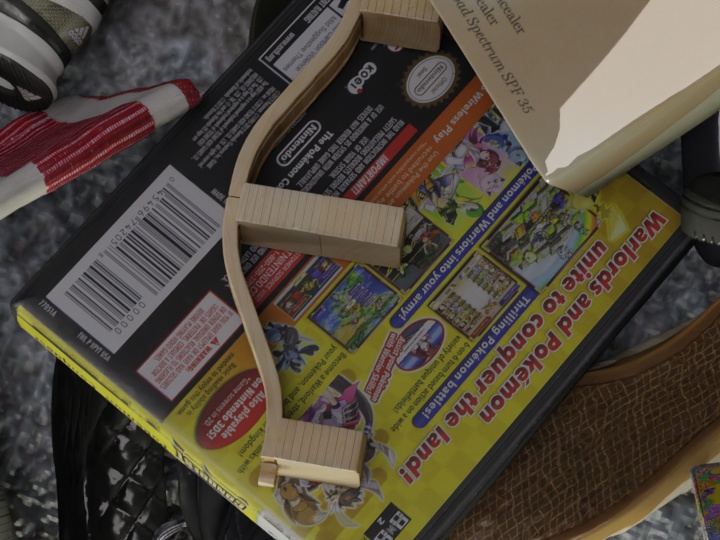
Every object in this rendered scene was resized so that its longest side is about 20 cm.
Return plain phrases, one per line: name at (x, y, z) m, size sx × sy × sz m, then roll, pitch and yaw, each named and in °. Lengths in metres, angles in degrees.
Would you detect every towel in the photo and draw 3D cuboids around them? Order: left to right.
towel at (-0.169, -0.022, 0.968) m, size 0.200 × 0.144 × 0.023 m, roll -32°, pitch 102°, yaw -20°

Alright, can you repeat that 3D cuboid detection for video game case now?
video game case at (0.000, 0.000, 0.949) m, size 0.181 × 0.026 × 0.200 m, roll 39°, pitch 74°, yaw 11°

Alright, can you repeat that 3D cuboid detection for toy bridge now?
toy bridge at (-0.017, -0.016, 0.926) m, size 0.067 × 0.027 × 0.200 m, roll 10°, pitch 71°, yaw 4°

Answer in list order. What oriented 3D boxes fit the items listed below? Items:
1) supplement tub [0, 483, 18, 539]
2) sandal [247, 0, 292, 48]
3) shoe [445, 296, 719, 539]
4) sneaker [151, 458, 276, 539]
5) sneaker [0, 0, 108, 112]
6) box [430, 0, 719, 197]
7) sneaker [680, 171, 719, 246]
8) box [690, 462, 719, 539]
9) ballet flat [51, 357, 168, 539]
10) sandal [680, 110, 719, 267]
supplement tub at (-0.208, 0.129, 1.012) m, size 0.145 × 0.145 × 0.200 m, roll -17°, pitch 88°, yaw 11°
sandal at (-0.021, -0.036, 1.007) m, size 0.080 × 0.057 × 0.201 m, roll 13°, pitch 66°, yaw 4°
shoe at (0.107, 0.065, 0.969) m, size 0.200 × 0.053 × 0.070 m, roll -28°, pitch 64°, yaw -9°
sneaker at (-0.005, 0.051, 1.005) m, size 0.114 × 0.075 × 0.200 m, roll 23°, pitch 71°, yaw 35°
sneaker at (-0.182, -0.156, 1.053) m, size 0.200 × 0.076 × 0.115 m, roll 28°, pitch 75°, yaw 17°
box at (0.133, -0.119, 0.899) m, size 0.200 × 0.078 × 0.095 m, roll -35°, pitch 79°, yaw 12°
sneaker at (0.212, -0.060, 0.893) m, size 0.200 × 0.060 × 0.104 m, roll 2°, pitch 98°, yaw 25°
box at (0.233, 0.151, 0.865) m, size 0.200 × 0.122 × 0.193 m, roll -13°, pitch 97°, yaw 7°
ballet flat at (-0.096, 0.075, 1.045) m, size 0.057 × 0.066 × 0.200 m, roll 2°, pitch 93°, yaw -30°
sandal at (0.135, -0.101, 0.984) m, size 0.043 × 0.076 × 0.200 m, roll 0°, pitch 90°, yaw 37°
